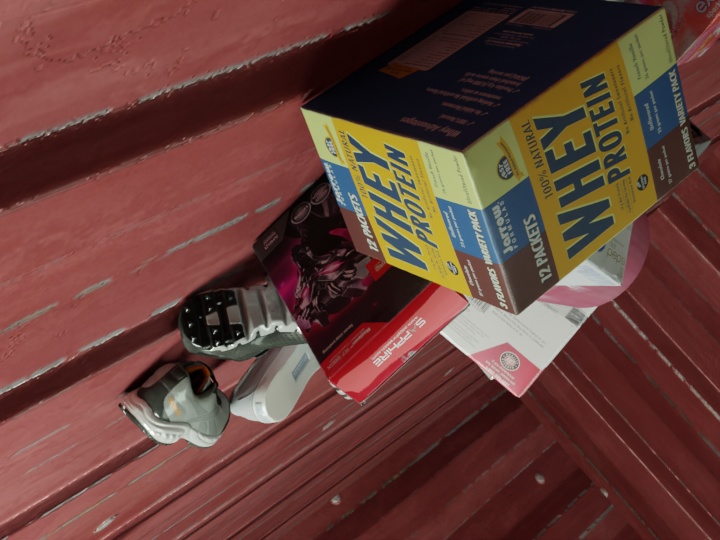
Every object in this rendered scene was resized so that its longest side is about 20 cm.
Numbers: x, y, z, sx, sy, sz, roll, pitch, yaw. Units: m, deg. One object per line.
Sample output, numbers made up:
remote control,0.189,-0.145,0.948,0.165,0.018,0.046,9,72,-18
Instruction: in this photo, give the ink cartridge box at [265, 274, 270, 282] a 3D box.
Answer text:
ink cartridge box,0.000,0.000,1.293,0.146,0.084,0.200,-42,168,4

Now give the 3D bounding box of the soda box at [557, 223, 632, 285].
soda box,0.124,-0.029,1.035,0.064,0.199,0.069,28,70,-44

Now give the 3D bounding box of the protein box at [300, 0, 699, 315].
protein box,0.103,-0.100,0.923,0.200,0.198,0.135,-37,123,-22

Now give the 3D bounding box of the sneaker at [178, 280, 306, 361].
sneaker,-0.081,0.045,1.165,0.199,0.067,0.090,-8,166,-21

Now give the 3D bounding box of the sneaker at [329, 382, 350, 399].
sneaker,0.042,0.057,1.437,0.115,0.076,0.201,-24,-145,45

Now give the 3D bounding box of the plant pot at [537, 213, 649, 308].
plant pot,0.175,-0.051,1.169,0.200,0.200,0.179,-46,137,19

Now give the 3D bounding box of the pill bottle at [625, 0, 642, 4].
pill bottle,0.215,-0.190,1.251,0.200,0.104,0.104,-46,167,19

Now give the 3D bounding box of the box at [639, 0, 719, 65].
box,0.368,-0.319,1.285,0.095,0.103,0.200,-26,162,-50

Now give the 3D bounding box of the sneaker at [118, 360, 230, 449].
sneaker,-0.169,0.132,1.265,0.079,0.074,0.200,-47,167,4

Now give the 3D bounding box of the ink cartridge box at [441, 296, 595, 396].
ink cartridge box,0.184,0.012,1.362,0.200,0.145,0.085,-51,176,11

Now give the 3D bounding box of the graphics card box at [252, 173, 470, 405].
graphics card box,-0.005,0.002,1.046,0.125,0.200,0.051,-43,131,9

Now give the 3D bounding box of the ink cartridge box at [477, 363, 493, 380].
ink cartridge box,0.162,0.014,1.564,0.146,0.200,0.085,-48,166,29

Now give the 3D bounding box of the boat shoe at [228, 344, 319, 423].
boat shoe,-0.084,0.099,1.414,0.200,0.068,0.072,-60,138,-39

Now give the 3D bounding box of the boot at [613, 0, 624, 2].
boot,0.203,-0.259,1.100,0.200,0.068,0.131,-50,162,5

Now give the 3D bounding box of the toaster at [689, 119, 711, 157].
toaster,0.278,-0.160,1.382,0.119,0.181,0.200,-50,166,24
